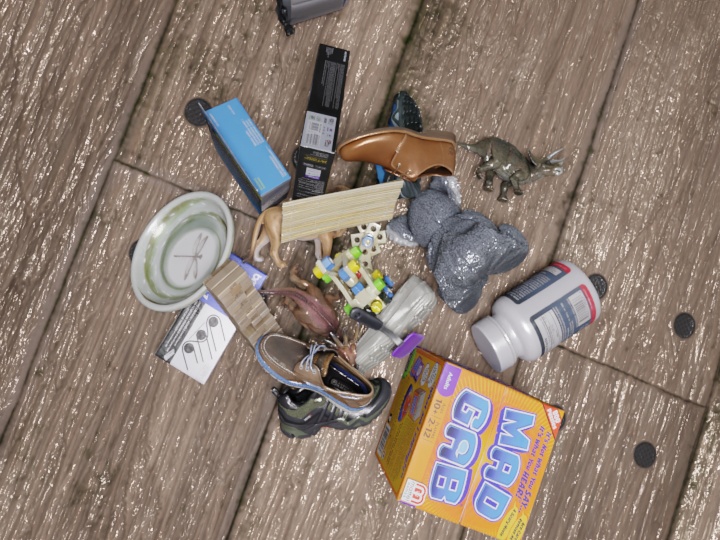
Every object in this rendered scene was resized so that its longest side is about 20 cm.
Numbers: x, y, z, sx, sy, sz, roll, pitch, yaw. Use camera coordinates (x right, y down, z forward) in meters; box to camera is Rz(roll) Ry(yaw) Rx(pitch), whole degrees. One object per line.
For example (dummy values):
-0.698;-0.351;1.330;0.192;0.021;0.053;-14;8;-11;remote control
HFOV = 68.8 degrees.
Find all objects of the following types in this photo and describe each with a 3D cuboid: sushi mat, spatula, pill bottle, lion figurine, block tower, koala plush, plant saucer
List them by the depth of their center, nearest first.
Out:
-0.172;0.067;0.807;0.058;0.202;0.054;-41;54;-20;block tower
-0.029;-0.091;0.810;0.195;0.097;0.012;-14;59;-17;sushi mat
0.041;0.097;0.827;0.057;0.021;0.199;-46;136;8;spatula
-0.272;-0.025;0.832;0.195;0.050;0.206;-10;63;20;plant saucer
-0.099;-0.074;0.862;0.195;0.072;0.126;-6;107;-24;lion figurine
0.147;-0.060;0.870;0.177;0.183;0.202;-44;66;15;koala plush
0.294;0.082;0.900;0.197;0.120;0.122;-30;92;-7;pill bottle

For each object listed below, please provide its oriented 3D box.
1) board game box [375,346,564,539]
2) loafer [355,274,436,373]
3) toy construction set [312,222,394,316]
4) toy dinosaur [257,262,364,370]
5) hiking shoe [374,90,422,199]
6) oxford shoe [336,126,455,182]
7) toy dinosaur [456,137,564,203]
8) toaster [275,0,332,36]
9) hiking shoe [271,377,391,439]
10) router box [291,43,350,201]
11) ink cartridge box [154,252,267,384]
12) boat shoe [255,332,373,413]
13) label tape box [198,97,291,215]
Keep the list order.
0.159;0.261;0.834;0.195;0.200;0.205;22;86;-6;board game box
0.044;0.094;0.898;0.200;0.070;0.070;-43;60;-2;loafer
0.000;0.000;0.843;0.092;0.201;0.132;-38;100;27;toy construction set
-0.063;0.071;0.825;0.086;0.136;0.199;-48;128;5;toy dinosaur
0.054;-0.214;0.898;0.074;0.085;0.206;29;59;-47;hiking shoe
0.059;-0.172;0.800;0.194;0.071;0.074;-2;81;-14;oxford shoe
0.255;-0.190;0.936;0.195;0.077;0.105;23;74;-1;toy dinosaur
-0.092;-0.504;0.868;0.126;0.114;0.205;-17;89;-10;toaster
-0.044;0.205;0.857;0.195;0.076;0.103;-16;120;-8;hiking shoe
-0.063;-0.211;0.806;0.051;0.158;0.205;10;62;-7;router box
-0.242;0.071;0.864;0.093;0.044;0.203;30;84;-7;ink cartridge box
-0.065;0.144;0.801;0.196;0.073;0.073;27;55;-9;boat shoe
-0.169;-0.175;0.802;0.063;0.200;0.146;-35;93;-10;label tape box
